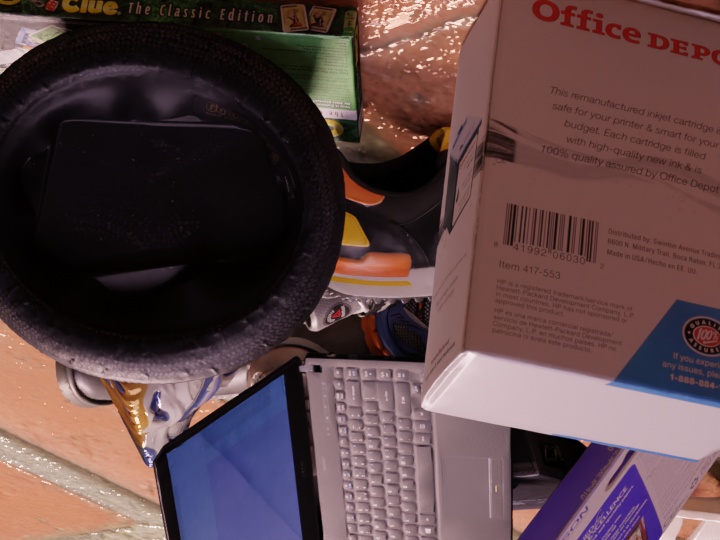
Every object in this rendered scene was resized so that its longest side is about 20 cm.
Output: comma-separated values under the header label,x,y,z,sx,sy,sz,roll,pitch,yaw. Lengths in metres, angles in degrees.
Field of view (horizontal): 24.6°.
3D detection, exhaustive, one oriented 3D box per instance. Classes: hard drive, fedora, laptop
label,x,y,z,sx,sy,sz,roll,pitch,yaw
hard drive,0.095,0.142,1.157,0.135,0.042,0.200,-7,165,21
fedora,-0.105,-0.036,0.858,0.200,0.201,0.092,5,-176,4
laptop,-0.009,0.149,1.016,0.200,0.103,0.177,2,127,8

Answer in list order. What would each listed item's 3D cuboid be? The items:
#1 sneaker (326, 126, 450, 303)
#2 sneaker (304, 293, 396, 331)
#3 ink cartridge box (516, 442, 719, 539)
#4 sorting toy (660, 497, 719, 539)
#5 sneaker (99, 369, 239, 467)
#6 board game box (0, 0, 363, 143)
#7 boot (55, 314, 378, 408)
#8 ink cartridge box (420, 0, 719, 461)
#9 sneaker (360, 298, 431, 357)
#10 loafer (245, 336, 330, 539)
label,x,y,z,sx,sy,sz,roll,pitch,yaw
sneaker,0.068,-0.037,0.919,0.200,0.070,0.090,-6,112,-17
sneaker,0.000,0.000,0.989,0.200,0.089,0.074,4,151,3
ink cartridge box,0.176,0.136,1.095,0.043,0.198,0.200,33,167,27
sorting toy,0.325,0.220,1.336,0.180,0.107,0.200,6,154,18
sneaker,-0.105,0.062,0.978,0.088,0.075,0.200,-30,176,-13
board game box,-0.099,-0.108,0.870,0.200,0.023,0.105,5,152,4
boot,-0.079,0.058,1.111,0.200,0.073,0.182,1,180,26
ink cartridge box,0.116,-0.025,0.787,0.146,0.200,0.086,12,154,-9
sneaker,0.100,0.055,1.066,0.200,0.075,0.078,15,167,-24
loafer,-0.030,0.123,1.094,0.072,0.063,0.200,-8,141,6
